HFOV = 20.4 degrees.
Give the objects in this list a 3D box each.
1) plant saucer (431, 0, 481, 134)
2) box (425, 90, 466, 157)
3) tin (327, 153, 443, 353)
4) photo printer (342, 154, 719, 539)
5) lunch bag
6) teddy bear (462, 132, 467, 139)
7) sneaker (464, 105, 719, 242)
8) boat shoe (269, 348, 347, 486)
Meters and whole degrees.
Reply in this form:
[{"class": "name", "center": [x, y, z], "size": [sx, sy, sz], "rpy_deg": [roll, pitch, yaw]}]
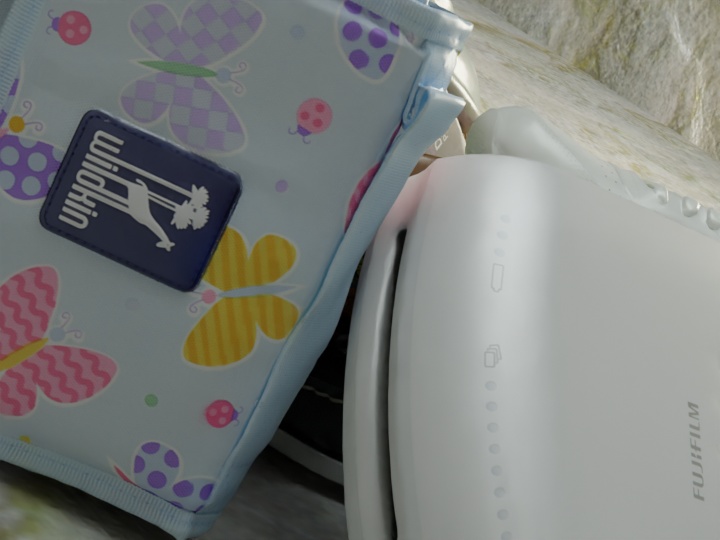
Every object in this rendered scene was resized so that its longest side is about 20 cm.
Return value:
[{"class": "plant saucer", "center": [-0.009, -0.138, 0.983], "size": [0.200, 0.050, 0.200], "rpy_deg": [38, -5, 4]}, {"class": "box", "center": [-0.040, -0.093, 0.764], "size": [0.142, 0.036, 0.201], "rpy_deg": [10, -45, 37]}, {"class": "tin", "center": [0.000, 0.000, 0.706], "size": [0.111, 0.042, 0.200], "rpy_deg": [6, -14, 8]}, {"class": "photo printer", "center": [0.078, 0.063, 0.587], "size": [0.199, 0.069, 0.168], "rpy_deg": [22, 57, -36]}, {"class": "lunch bag", "center": [-0.082, -0.045, 0.580], "size": [0.200, 0.170, 0.127], "rpy_deg": [35, 13, 25]}, {"class": "teddy bear", "center": [-0.017, -0.054, 0.966], "size": [0.144, 0.067, 0.199], "rpy_deg": [-10, -13, 43]}, {"class": "sneaker", "center": [0.118, 0.006, 0.721], "size": [0.200, 0.080, 0.076], "rpy_deg": [45, 5, -16]}, {"class": "boat shoe", "center": [0.032, 0.054, 0.715], "size": [0.199, 0.061, 0.076], "rpy_deg": [25, 13, -24]}]
